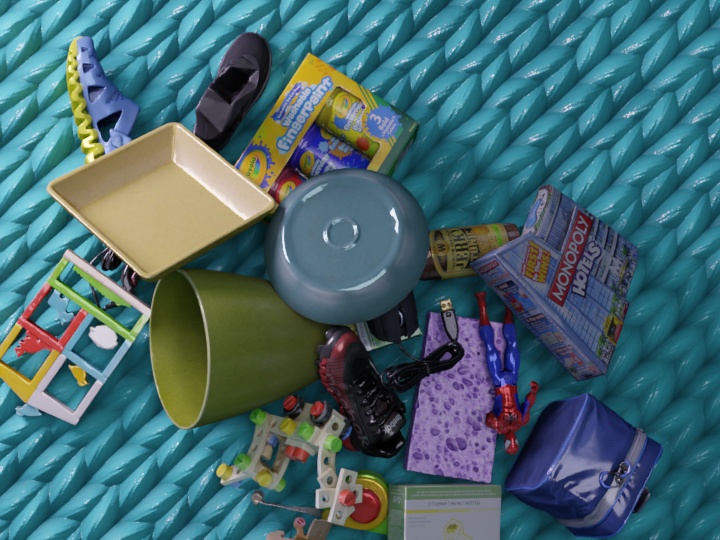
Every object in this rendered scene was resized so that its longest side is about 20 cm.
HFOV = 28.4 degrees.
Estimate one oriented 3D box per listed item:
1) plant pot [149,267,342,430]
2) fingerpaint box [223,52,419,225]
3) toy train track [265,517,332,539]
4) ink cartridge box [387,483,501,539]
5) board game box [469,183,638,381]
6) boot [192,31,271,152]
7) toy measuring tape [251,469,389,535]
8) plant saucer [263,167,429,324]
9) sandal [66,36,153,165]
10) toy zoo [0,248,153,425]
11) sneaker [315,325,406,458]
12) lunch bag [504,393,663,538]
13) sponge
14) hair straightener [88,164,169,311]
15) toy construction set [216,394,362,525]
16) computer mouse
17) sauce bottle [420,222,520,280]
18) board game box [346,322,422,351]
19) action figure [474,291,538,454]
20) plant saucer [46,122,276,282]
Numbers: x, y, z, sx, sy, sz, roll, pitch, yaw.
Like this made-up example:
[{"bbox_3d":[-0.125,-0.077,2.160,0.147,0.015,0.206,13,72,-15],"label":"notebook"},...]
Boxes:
[{"bbox_3d":[-0.126,0.085,1.696,0.198,0.187,0.190,-4,85,-29],"label":"plant pot"},{"bbox_3d":[-0.048,-0.136,1.755,0.166,0.073,0.201,32,79,5],"label":"fingerpaint box"},{"bbox_3d":[-0.022,0.337,1.742,0.197,0.033,0.116,11,128,-15],"label":"toy train track"},{"bbox_3d":[0.099,0.361,1.725,0.144,0.048,0.203,4,85,-30],"label":"ink cartridge box"},{"bbox_3d":[0.241,-0.003,1.743,0.199,0.062,0.202,33,63,-19],"label":"board game box"},{"bbox_3d":[-0.149,-0.230,1.704,0.065,0.200,0.167,23,83,-3],"label":"boot"},{"bbox_3d":[-0.031,0.272,1.740,0.197,0.074,0.075,12,84,1],"label":"toy measuring tape"},{"bbox_3d":[-0.019,-0.037,1.656,0.197,0.036,0.203,-3,66,7],"label":"plant saucer"},{"bbox_3d":[-0.310,-0.191,1.752,0.086,0.079,0.203,-15,95,-11],"label":"sandal"},{"bbox_3d":[-0.359,0.094,1.728,0.131,0.020,0.201,36,91,-7],"label":"toy zoo"},{"bbox_3d":[0.007,0.150,1.692,0.097,0.202,0.071,24,53,38],"label":"sneaker"},{"bbox_3d":[0.276,0.240,1.708,0.131,0.200,0.137,32,77,-5],"label":"lunch bag"},{"bbox_3d":[0.123,0.158,1.784,0.110,0.030,0.203,10,84,-6],"label":"sponge"},{"bbox_3d":[-0.282,-0.043,1.761,0.076,0.041,0.202,28,87,-2],"label":"hair straightener"},{"bbox_3d":[-0.075,0.220,1.682,0.092,0.199,0.132,46,68,-43],"label":"toy construction set"},{"bbox_3d":[0.058,0.035,1.697,0.139,0.046,0.202,-13,78,-38],"label":"computer mouse"},{"bbox_3d":[0.103,-0.019,1.770,0.197,0.065,0.066,-8,86,-14],"label":"sauce bottle"},{"bbox_3d":[0.000,0.000,1.789,0.103,0.023,0.203,-16,86,-9],"label":"board game box"},{"bbox_3d":[0.180,0.125,1.734,0.064,0.099,0.203,-5,88,-7],"label":"action figure"},{"bbox_3d":[-0.233,-0.072,1.667,0.199,0.049,0.199,-31,56,-32],"label":"plant saucer"}]
